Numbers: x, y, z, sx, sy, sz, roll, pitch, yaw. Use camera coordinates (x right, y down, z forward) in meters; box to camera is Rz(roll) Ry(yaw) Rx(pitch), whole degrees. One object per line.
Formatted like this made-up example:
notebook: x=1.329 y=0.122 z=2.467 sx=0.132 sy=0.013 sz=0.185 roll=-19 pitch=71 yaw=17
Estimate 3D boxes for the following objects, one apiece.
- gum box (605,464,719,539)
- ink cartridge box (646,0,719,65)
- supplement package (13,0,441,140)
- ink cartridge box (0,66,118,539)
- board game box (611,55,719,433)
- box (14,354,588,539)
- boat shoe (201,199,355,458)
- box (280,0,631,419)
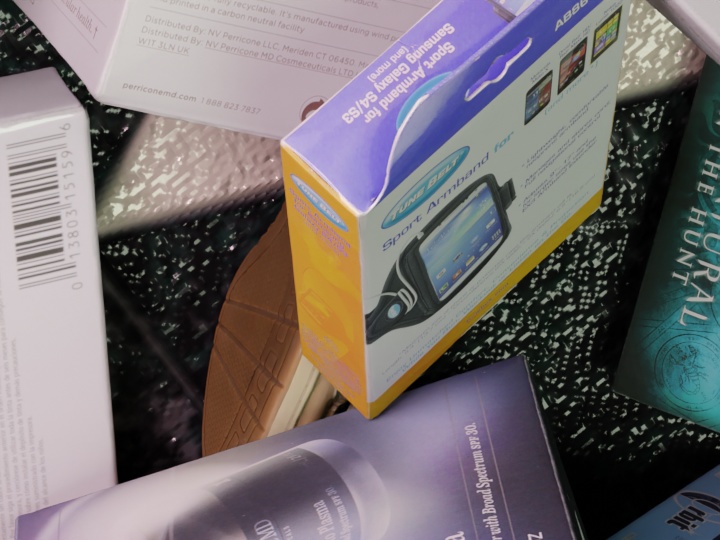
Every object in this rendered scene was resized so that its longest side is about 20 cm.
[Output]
gum box: x=0.110 y=0.188 z=1.143 sx=0.170 sy=0.044 sz=0.201 roll=-21 pitch=132 yaw=-61
ink cartridge box: x=0.122 y=-0.127 z=0.947 sx=0.084 sy=0.200 sz=0.146 roll=-47 pitch=125 yaw=6
supplement package: x=-0.025 y=-0.156 z=0.908 sx=0.117 sy=0.117 sz=0.201 roll=10 pitch=110 yaw=-30
ink cartridge box: x=-0.175 y=0.042 z=0.982 sx=0.173 sy=0.044 sz=0.201 roll=-12 pitch=120 yaw=-19
board game box: x=0.186 y=-0.022 z=1.081 sx=0.028 sy=0.135 sz=0.201 roll=-30 pitch=137 yaw=-61
box: x=-0.010 y=0.148 z=0.937 sx=0.198 sy=0.200 sz=0.124 roll=-19 pitch=116 yaw=3
boat shoe: x=0.000 y=0.000 z=1.028 sx=0.062 sy=0.073 sz=0.201 roll=16 pitch=106 yaw=-29
box: x=0.031 y=-0.035 z=0.906 sx=0.119 sy=0.041 sz=0.200 roll=-42 pitch=161 yaw=-15
